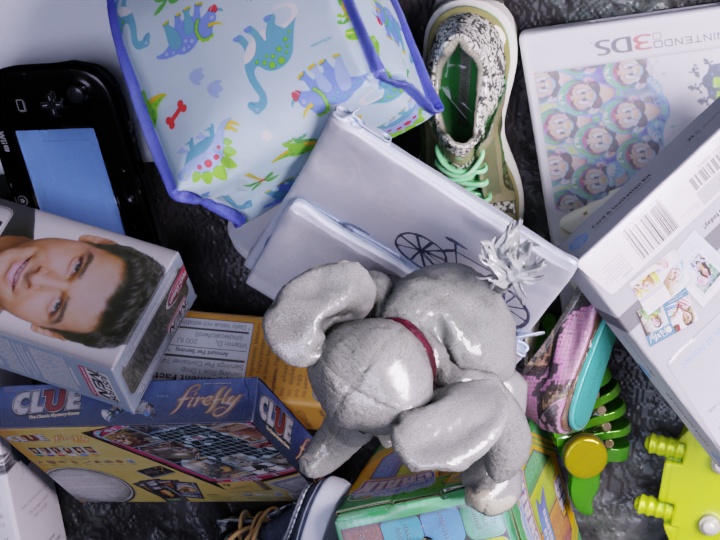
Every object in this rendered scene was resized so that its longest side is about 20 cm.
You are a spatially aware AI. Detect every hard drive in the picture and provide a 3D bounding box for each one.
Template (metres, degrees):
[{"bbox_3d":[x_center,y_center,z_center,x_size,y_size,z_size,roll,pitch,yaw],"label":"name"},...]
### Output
[{"bbox_3d":[-0.192,-0.138,1.620,0.199,0.027,0.133,-4,105,14],"label":"hard drive"}]

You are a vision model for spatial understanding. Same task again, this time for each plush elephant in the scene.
[{"bbox_3d":[0.022,0.067,1.404,0.165,0.154,0.200,46,137,21],"label":"plush elephant"}]

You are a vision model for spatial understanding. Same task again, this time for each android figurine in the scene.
[{"bbox_3d":[0.287,0.156,1.586,0.199,0.041,0.183,12,109,8],"label":"android figurine"}]

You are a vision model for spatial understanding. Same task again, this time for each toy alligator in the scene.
[{"bbox_3d":[0.146,0.070,1.580,0.054,0.059,0.201,-18,107,-1],"label":"toy alligator"}]

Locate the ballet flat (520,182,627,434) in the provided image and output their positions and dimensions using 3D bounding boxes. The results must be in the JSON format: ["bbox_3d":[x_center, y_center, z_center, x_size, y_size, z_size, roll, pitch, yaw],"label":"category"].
[{"bbox_3d":[0.151,0.007,1.519,0.071,0.069,0.201,26,92,23],"label":"ballet flat"}]

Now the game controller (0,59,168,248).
[{"bbox_3d":[-0.194,-0.053,1.615,0.104,0.042,0.201,-5,119,16],"label":"game controller"}]

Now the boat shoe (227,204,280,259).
[{"bbox_3d":[0.000,0.000,1.585,0.199,0.072,0.068,13,141,28],"label":"boat shoe"}]

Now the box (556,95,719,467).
[{"bbox_3d":[0.239,0.011,1.489,0.156,0.041,0.200,-43,112,-5],"label":"box"}]

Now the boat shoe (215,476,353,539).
[{"bbox_3d":[-0.067,0.195,1.630,0.091,0.071,0.201,27,142,7],"label":"boat shoe"}]

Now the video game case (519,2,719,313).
[{"bbox_3d":[0.209,-0.072,1.545,0.181,0.024,0.201,-6,105,15],"label":"video game case"}]

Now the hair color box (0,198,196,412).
[{"bbox_3d":[-0.224,0.015,1.585,0.199,0.099,0.061,17,152,20],"label":"hair color box"}]

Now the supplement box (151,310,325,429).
[{"bbox_3d":[-0.056,0.071,1.617,0.199,0.067,0.069,7,71,13],"label":"supplement box"}]

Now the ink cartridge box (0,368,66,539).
[{"bbox_3d":[-0.311,0.124,1.696,0.146,0.086,0.201,-6,106,15],"label":"ink cartridge box"}]

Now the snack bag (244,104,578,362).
[{"bbox_3d":[0.031,0.001,1.487,0.188,0.021,0.200,33,143,-1],"label":"snack bag"}]

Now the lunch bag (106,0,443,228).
[{"bbox_3d":[-0.065,-0.156,1.511,0.170,0.127,0.201,-29,70,15],"label":"lunch bag"}]

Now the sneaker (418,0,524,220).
[{"bbox_3d":[0.064,-0.079,1.542,0.076,0.089,0.201,0,108,14],"label":"sneaker"}]

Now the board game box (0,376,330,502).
[{"bbox_3d":[-0.136,0.120,1.620,0.199,0.136,0.035,-3,62,22],"label":"board game box"}]

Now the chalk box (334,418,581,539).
[{"bbox_3d":[0.066,0.187,1.562,0.123,0.200,0.125,-13,103,16],"label":"chalk box"}]
